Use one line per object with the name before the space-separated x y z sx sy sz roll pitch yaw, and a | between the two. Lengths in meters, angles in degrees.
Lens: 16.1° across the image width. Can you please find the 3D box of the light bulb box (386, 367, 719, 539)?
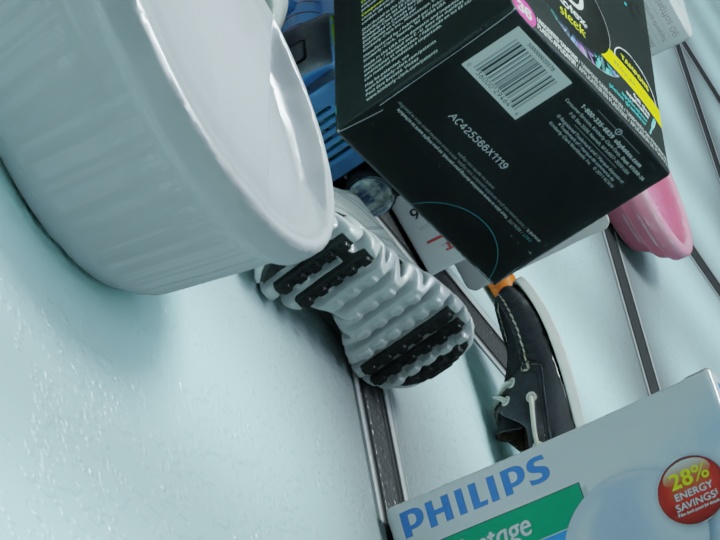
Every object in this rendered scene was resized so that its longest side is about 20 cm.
light bulb box | 0.145 0.191 1.339 0.125 0.198 0.201 42 26 -58

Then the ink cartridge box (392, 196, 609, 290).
ink cartridge box | 0.070 -0.079 1.662 0.200 0.116 0.068 59 17 -16

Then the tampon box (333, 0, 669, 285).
tampon box | 0.077 -0.128 1.441 0.150 0.126 0.200 42 29 -31

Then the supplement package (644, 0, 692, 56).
supplement package | 0.123 -0.198 1.859 0.117 0.199 0.118 54 19 -34

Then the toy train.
toy train | -0.014 -0.115 1.510 0.114 0.087 0.200 47 22 -32

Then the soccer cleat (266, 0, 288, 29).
soccer cleat | -0.096 -0.200 1.390 0.200 0.070 0.086 56 17 -29

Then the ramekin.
ramekin | -0.099 -0.081 1.154 0.203 0.094 0.203 56 17 -27

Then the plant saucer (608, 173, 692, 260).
plant saucer | 0.250 -0.097 2.403 0.201 0.051 0.201 57 18 -29

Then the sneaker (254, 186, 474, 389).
sneaker | 0.000 0.000 1.408 0.200 0.075 0.081 45 16 -51

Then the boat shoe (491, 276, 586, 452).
boat shoe | 0.116 0.101 1.645 0.074 0.060 0.201 79 -7 -72

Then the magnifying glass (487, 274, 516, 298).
magnifying glass | 0.081 -0.019 1.793 0.200 0.022 0.080 55 18 -25
